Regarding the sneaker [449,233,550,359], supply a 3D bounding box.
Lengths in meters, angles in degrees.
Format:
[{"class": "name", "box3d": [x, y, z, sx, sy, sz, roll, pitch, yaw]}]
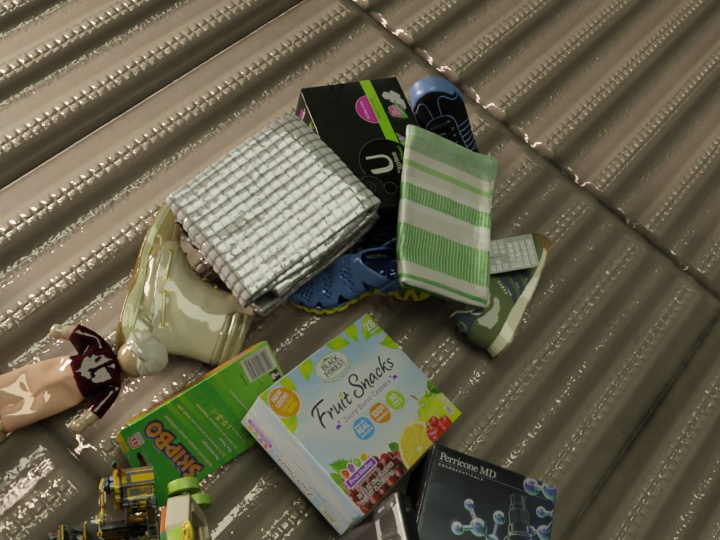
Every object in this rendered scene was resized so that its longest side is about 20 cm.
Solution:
[{"class": "sneaker", "box3d": [0.183, 0.013, 1.147, 0.089, 0.067, 0.201, 30, 60, -2]}]

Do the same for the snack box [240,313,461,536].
[{"class": "snack box", "box3d": [-0.007, 0.167, 0.976, 0.169, 0.068, 0.200, 46, 44, 10]}]

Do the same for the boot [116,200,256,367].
[{"class": "boot", "box3d": [-0.195, 0.017, 1.041, 0.153, 0.072, 0.202, 14, 64, -6]}]

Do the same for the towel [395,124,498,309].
[{"class": "towel", "box3d": [0.110, -0.064, 1.071, 0.151, 0.023, 0.202, 16, 73, -33]}]

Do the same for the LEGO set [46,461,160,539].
[{"class": "LEGO set", "box3d": [-0.248, 0.293, 0.818, 0.115, 0.154, 0.202, -4, 57, -17]}]

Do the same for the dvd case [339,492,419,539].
[{"class": "dvd case", "box3d": [0.013, 0.340, 0.830, 0.025, 0.150, 0.201, 26, 32, -31]}]

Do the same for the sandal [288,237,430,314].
[{"class": "sandal", "box3d": [0.000, 0.000, 1.083, 0.198, 0.087, 0.080, -11, 64, -2]}]

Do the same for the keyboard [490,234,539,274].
[{"class": "keyboard", "box3d": [0.131, -0.010, 1.133, 0.198, 0.011, 0.057, -10, 42, 5]}]

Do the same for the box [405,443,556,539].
[{"class": "box", "box3d": [0.112, 0.316, 0.924, 0.147, 0.107, 0.201, 19, 56, -2]}]

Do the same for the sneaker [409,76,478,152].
[{"class": "sneaker", "box3d": [0.125, -0.179, 1.183, 0.070, 0.200, 0.079, -20, 56, 16]}]

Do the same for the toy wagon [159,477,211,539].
[{"class": "toy wagon", "box3d": [-0.159, 0.279, 0.817, 0.039, 0.201, 0.156, -13, 63, -6]}]

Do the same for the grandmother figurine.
[{"class": "grandmother figurine", "box3d": [-0.310, 0.115, 0.942, 0.198, 0.061, 0.123, -17, 87, -12]}]

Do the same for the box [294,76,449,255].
[{"class": "box", "box3d": [0.005, -0.138, 1.158, 0.147, 0.125, 0.201, -13, 65, -22]}]

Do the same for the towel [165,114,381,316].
[{"class": "towel", "box3d": [-0.099, -0.062, 0.998, 0.200, 0.086, 0.166, -39, 78, -17]}]

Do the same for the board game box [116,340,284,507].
[{"class": "board game box", "box3d": [-0.167, 0.169, 0.962, 0.199, 0.030, 0.096, -31, 101, -31]}]
